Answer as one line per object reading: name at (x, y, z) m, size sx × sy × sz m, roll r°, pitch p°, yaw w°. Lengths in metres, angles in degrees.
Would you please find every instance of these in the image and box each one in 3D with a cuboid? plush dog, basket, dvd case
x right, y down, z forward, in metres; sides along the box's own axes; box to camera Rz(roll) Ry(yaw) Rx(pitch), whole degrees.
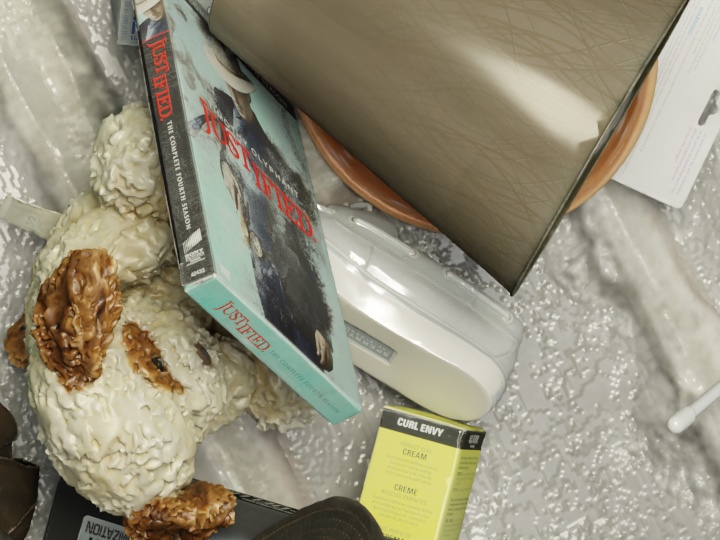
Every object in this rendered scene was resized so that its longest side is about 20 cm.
plush dog at (-0.119, 0.044, 1.116) m, size 0.159 × 0.172 × 0.201 m, roll -22°, pitch 118°, yaw 12°
basket at (0.036, -0.114, 1.109) m, size 0.199 × 0.136 × 0.181 m, roll 30°, pitch 76°, yaw 5°
dvd case at (-0.057, -0.039, 1.097) m, size 0.022 × 0.201 × 0.146 m, roll -26°, pitch 141°, yaw 15°

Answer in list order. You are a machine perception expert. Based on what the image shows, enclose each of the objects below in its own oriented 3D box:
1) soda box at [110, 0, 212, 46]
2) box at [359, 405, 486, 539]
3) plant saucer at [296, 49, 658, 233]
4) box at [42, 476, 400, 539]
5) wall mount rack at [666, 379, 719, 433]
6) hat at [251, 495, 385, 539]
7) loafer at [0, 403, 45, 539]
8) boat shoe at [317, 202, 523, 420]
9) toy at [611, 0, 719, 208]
soda box at (-0.087, -0.217, 1.144) m, size 0.063 × 0.068 × 0.202 m, roll 3°, pitch 117°, yaw -11°
box at (0.016, 0.176, 1.211) m, size 0.050 × 0.075 × 0.202 m, roll 14°, pitch 90°, yaw 12°
plant saucer at (0.060, -0.118, 1.196) m, size 0.198 × 0.037 × 0.202 m, roll 4°, pitch 112°, yaw 10°
box at (-0.077, 0.194, 1.169) m, size 0.198 × 0.050 × 0.159 m, roll 15°, pitch 89°, yaw 15°
wall mount rack at (0.259, 0.100, 1.261) m, size 0.173 × 0.075 × 0.201 m, roll -25°, pitch 96°, yaw -10°
hat at (-0.026, 0.211, 1.081) m, size 0.081 × 0.200 × 0.202 m, roll 30°, pitch 86°, yaw -30°
loafer at (-0.213, 0.086, 1.123) m, size 0.072 × 0.200 × 0.072 m, roll 17°, pitch 68°, yaw 17°
boat shoe at (0.000, 0.000, 1.211) m, size 0.199 × 0.072 × 0.069 m, roll 30°, pitch 54°, yaw 3°
toy at (0.110, -0.130, 1.233) m, size 0.199 × 0.047 × 0.116 m, roll 24°, pitch 106°, yaw -3°
